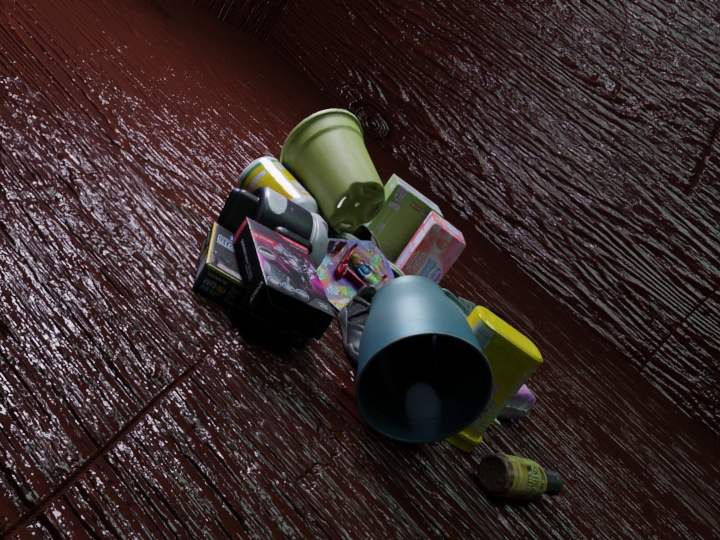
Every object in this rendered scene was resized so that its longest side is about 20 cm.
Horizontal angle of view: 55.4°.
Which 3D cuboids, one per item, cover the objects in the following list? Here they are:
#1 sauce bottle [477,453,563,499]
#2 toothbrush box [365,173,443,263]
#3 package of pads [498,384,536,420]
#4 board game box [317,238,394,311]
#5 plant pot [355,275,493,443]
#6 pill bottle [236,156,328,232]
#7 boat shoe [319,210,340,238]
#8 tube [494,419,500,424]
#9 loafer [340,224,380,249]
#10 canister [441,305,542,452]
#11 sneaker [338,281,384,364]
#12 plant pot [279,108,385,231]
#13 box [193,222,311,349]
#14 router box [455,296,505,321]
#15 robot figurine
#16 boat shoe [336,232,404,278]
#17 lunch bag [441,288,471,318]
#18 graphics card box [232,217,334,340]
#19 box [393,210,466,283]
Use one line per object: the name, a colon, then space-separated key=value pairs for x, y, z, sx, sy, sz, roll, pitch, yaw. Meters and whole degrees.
sauce bottle: x=0.268 y=0.339 z=1.121 sx=0.197 sy=0.067 sz=0.066 roll=20 pitch=23 yaw=-43
toothbrush box: x=0.083 y=-0.102 z=1.661 sx=0.143 sy=0.202 sz=0.087 roll=31 pitch=16 yaw=-17
package of pads: x=0.261 y=0.215 z=1.419 sx=0.119 sy=0.076 sz=0.201 roll=23 pitch=22 yaw=-45
board game box: x=0.000 y=0.000 z=1.334 sx=0.196 sy=0.039 sz=0.162 roll=2 pitch=61 yaw=-37
plant pot: x=0.084 y=0.117 z=1.032 sx=0.197 sy=0.201 sz=0.190 roll=30 pitch=26 yaw=-21
pill bottle: x=-0.153 y=-0.125 z=1.374 sx=0.200 sy=0.114 sz=0.112 roll=46 pitch=18 yaw=27
boat shoe: x=-0.055 y=-0.049 z=1.477 sx=0.201 sy=0.072 sz=0.061 roll=41 pitch=60 yaw=-14
tube: x=0.179 y=0.228 z=1.262 sx=0.198 sy=0.051 sz=0.059 roll=32 pitch=50 yaw=-33
loafer: x=-0.003 y=-0.065 z=1.543 sx=0.068 sy=0.075 sz=0.200 roll=48 pitch=0 yaw=35
canister: x=0.187 y=0.178 z=1.133 sx=0.147 sy=0.202 sz=0.087 roll=33 pitch=17 yaw=-11
sneaker: x=0.024 y=0.092 z=1.175 sx=0.075 sy=0.115 sz=0.201 roll=27 pitch=21 yaw=-24
plant pot: x=-0.043 y=-0.191 z=1.416 sx=0.198 sy=0.201 sz=0.186 roll=16 pitch=35 yaw=-50
box: x=-0.162 y=0.022 z=1.080 sx=0.197 sy=0.050 sz=0.160 roll=33 pitch=15 yaw=-19
router box: x=0.207 y=0.103 z=1.506 sx=0.146 sy=0.053 sz=0.197 roll=-3 pitch=-17 yaw=43
robot figurine: x=-0.150 y=-0.065 z=1.206 sx=0.197 sy=0.125 sz=0.153 roll=29 pitch=36 yaw=-28
boat shoe: x=0.021 y=-0.001 z=1.437 sx=0.198 sy=0.063 sz=0.074 roll=35 pitch=-21 yaw=-21
lunch bag: x=0.168 y=0.135 z=1.286 sx=0.199 sy=0.123 sz=0.170 roll=40 pitch=-14 yaw=-9
graphics card box: x=-0.120 y=0.008 z=1.033 sx=0.124 sy=0.051 sz=0.202 roll=28 pitch=21 yaw=-31
box: x=0.145 y=-0.019 z=1.570 sx=0.093 sy=0.202 sz=0.103 roll=33 pitch=16 yaw=-9
